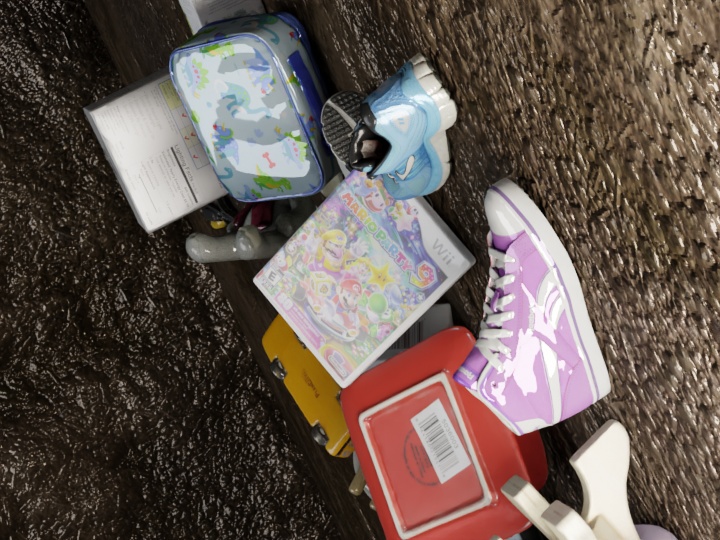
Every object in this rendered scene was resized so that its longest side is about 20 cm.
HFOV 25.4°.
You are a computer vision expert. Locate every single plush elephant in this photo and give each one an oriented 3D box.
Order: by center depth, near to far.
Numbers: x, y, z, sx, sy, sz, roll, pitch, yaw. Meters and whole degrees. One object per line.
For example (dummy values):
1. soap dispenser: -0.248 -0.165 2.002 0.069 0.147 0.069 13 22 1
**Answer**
1. plush elephant: -0.097 -0.094 1.889 0.164 0.198 0.157 -2 92 64

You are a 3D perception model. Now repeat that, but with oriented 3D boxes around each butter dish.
1. butter dish: 0.106 0.168 1.557 0.199 0.147 0.202 -31 75 42

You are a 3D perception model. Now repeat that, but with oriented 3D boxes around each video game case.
1. video game case: 0.000 0.000 1.530 0.143 0.200 0.018 49 -149 8

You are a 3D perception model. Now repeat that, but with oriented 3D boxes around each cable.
1. cable: -0.236 -0.108 2.856 0.199 0.050 0.098 23 123 56

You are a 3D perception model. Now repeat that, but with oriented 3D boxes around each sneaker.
1. sneaker: 0.115 0.037 1.247 0.202 0.113 0.073 67 170 -15
2. sneaker: 0.025 -0.114 1.377 0.079 0.089 0.200 59 170 20
3. sneaker: 0.025 -0.082 1.559 0.080 0.073 0.202 -60 -52 -86

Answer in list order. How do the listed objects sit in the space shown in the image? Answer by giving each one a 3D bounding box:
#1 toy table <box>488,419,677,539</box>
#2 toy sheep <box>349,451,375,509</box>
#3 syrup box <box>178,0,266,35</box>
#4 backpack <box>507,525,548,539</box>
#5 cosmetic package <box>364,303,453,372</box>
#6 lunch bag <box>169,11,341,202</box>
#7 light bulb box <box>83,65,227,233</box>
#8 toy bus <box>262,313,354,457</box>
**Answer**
1. toy table: 0.179 0.225 1.288 0.117 0.184 0.200 47 163 -8
2. toy sheep: 0.052 0.225 1.901 0.139 0.137 0.200 59 -179 22
3. syrup box: -0.147 -0.273 1.860 0.202 0.078 0.081 68 169 -24
4. backpack: 0.119 0.256 1.670 0.202 0.153 0.163 68 -167 9
5. cosmetic package: 0.057 0.122 1.718 0.201 0.100 0.072 79 -170 -53
6. lunch bag: -0.104 -0.176 1.734 0.160 0.082 0.201 -6 118 38
7. light bulb box: -0.270 -0.190 2.323 0.200 0.199 0.125 66 171 -15
8. toy bus: -0.042 0.126 1.848 0.078 0.065 0.200 14 -149 -46
